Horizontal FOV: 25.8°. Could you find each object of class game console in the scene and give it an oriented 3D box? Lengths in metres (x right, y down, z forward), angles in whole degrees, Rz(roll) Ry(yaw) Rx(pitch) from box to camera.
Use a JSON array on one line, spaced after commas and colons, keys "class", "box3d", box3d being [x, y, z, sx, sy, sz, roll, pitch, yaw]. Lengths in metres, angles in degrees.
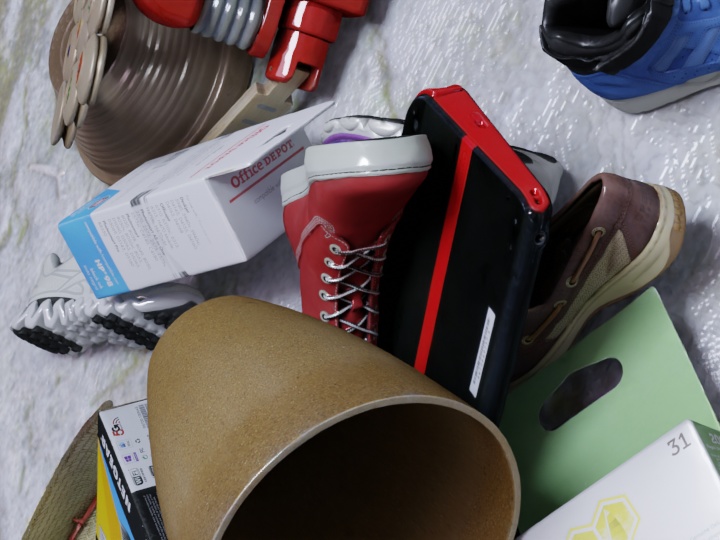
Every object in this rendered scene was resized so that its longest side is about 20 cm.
[{"class": "game console", "box3d": [0.055, 0.009, 0.921, 0.177, 0.031, 0.202, -125, 39, -53]}]

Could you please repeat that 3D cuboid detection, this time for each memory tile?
[{"class": "memory tile", "box3d": [-0.198, -0.201, 1.162, 0.153, 0.017, 0.202, 147, 131, -67]}]

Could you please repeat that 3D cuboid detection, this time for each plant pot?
[{"class": "plant pot", "box3d": [-0.040, 0.102, 0.873, 0.187, 0.186, 0.200, -58, 38, 10]}, {"class": "plant pot", "box3d": [-0.185, -0.169, 1.264, 0.200, 0.092, 0.203, -16, 66, 39]}]

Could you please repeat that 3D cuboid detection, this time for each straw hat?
[{"class": "straw hat", "box3d": [-0.189, 0.203, 1.135, 0.085, 0.201, 0.202, 25, 94, 4]}]

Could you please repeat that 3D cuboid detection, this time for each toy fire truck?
[{"class": "toy fire truck", "box3d": [-0.095, -0.180, 1.139, 0.129, 0.175, 0.202, -155, 80, -72]}]

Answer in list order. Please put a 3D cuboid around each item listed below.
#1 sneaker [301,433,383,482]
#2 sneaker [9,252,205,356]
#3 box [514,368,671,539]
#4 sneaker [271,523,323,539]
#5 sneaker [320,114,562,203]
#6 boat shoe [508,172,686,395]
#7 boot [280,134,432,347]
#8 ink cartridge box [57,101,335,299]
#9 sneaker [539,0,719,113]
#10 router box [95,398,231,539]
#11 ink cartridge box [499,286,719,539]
[{"class": "sneaker", "box3d": [-0.011, 0.095, 1.019, 0.199, 0.079, 0.096, 12, 69, 51]}, {"class": "sneaker", "box3d": [-0.195, 0.017, 1.226, 0.199, 0.075, 0.082, -3, 62, 40]}, {"class": "box", "box3d": [0.116, 0.169, 0.900, 0.200, 0.036, 0.144, -37, 52, 27]}, {"class": "sneaker", "box3d": [-0.022, 0.196, 0.934, 0.072, 0.072, 0.200, -49, 55, -2]}, {"class": "sneaker", "box3d": [0.041, -0.053, 1.025, 0.199, 0.080, 0.084, 22, 103, 48]}, {"class": "boat shoe", "box3d": [0.101, 0.008, 0.925, 0.200, 0.072, 0.073, -42, 40, 43]}, {"class": "boot", "box3d": [0.000, 0.000, 0.930, 0.200, 0.072, 0.146, 151, 115, -74]}, {"class": "ink cartridge box", "box3d": [-0.105, -0.048, 1.120, 0.199, 0.116, 0.067, -13, 109, 40]}, {"class": "sneaker", "box3d": [0.194, -0.158, 0.889, 0.199, 0.111, 0.077, -19, 63, 37]}, {"class": "router box", "box3d": [-0.112, 0.201, 0.973, 0.150, 0.051, 0.201, 99, 150, -43]}, {"class": "ink cartridge box", "box3d": [0.133, 0.122, 0.845, 0.145, 0.048, 0.201, -39, 54, 26]}]
